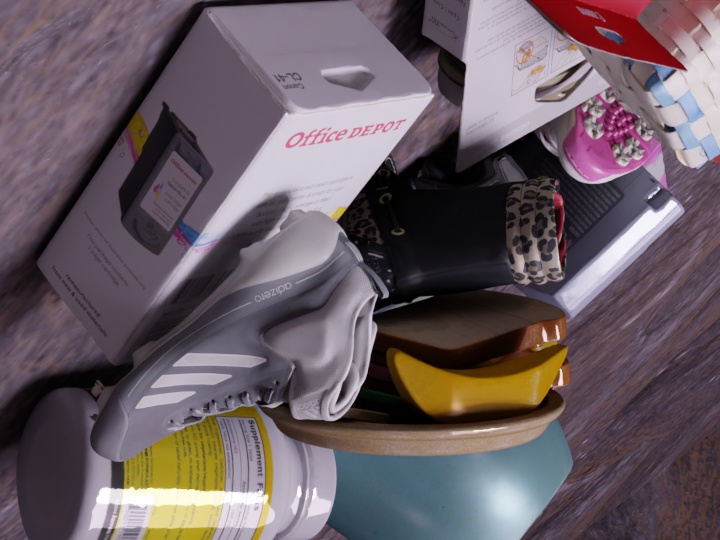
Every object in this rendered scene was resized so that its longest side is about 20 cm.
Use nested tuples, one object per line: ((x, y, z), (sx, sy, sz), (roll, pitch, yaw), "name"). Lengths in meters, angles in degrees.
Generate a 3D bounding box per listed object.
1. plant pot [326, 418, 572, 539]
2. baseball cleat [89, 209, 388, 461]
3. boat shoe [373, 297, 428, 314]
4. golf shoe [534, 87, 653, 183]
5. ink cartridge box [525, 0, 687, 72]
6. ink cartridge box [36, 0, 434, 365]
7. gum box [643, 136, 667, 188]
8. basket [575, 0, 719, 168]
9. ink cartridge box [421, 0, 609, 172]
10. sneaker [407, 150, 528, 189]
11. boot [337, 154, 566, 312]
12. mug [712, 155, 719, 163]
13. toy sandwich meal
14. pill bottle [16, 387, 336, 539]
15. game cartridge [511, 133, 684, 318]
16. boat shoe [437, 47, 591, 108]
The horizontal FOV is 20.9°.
((0.065, 0.144, 1.495), (0.201, 0.161, 0.201), (-51, 176, -5), "plant pot")
((-0.067, 0.060, 1.073), (0.200, 0.107, 0.070), (-46, 166, 24), "baseball cleat")
((0.000, 0.000, 1.386), (0.200, 0.072, 0.070), (-22, 147, 34), "boat shoe")
((0.167, -0.105, 1.442), (0.091, 0.075, 0.200), (-36, -168, 29), "golf shoe")
((0.109, -0.196, 1.007), (0.084, 0.176, 0.200), (-48, 162, 20), "ink cartridge box")
((-0.072, -0.052, 1.110), (0.147, 0.086, 0.200), (-15, 148, -55), "ink cartridge box")
((0.200, -0.063, 1.662), (0.114, 0.066, 0.200), (-50, 165, -2), "gum box")
((0.224, -0.176, 1.161), (0.200, 0.177, 0.139), (-42, 136, 7), "basket")
((0.122, -0.178, 1.223), (0.199, 0.045, 0.177), (-30, 143, -32), "ink cartridge box")
((0.047, -0.028, 1.453), (0.199, 0.099, 0.071), (-24, -177, 23), "sneaker")
((0.056, -0.031, 1.247), (0.152, 0.074, 0.204), (-8, -159, 10), "boot")
((0.305, -0.181, 1.547), (0.177, 0.133, 0.201), (-36, 159, -22), "mug")
((0.036, 0.058, 1.161), (0.204, 0.203, 0.071), (-11, 104, -58), "toy sandwich meal")
((-0.120, 0.138, 1.307), (0.198, 0.113, 0.113), (6, 135, -35), "pill bottle")
((0.157, -0.044, 1.492), (0.133, 0.200, 0.041), (-40, 118, 5), "game cartridge")
((0.116, -0.138, 1.328), (0.199, 0.075, 0.069), (-25, 151, -46), "boat shoe")
